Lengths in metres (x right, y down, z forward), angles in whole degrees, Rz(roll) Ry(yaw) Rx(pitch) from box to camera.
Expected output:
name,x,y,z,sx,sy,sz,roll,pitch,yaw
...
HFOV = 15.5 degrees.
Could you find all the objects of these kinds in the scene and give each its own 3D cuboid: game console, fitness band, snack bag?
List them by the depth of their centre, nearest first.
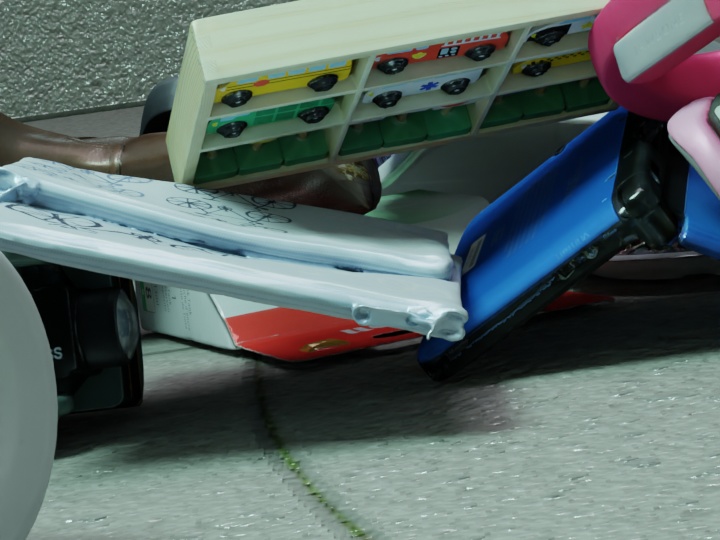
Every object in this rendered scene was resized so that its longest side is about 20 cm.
name,x,y,z,sx,sy,sz,roll,pitch,yaw
snack bag,-0.052,-0.013,1.004,0.188,0.021,0.200,11,7,0
fitness band,0.178,-0.110,1.025,0.144,0.037,0.200,-3,-21,-43
game console,0.131,0.001,1.102,0.171,0.118,0.200,-38,7,17

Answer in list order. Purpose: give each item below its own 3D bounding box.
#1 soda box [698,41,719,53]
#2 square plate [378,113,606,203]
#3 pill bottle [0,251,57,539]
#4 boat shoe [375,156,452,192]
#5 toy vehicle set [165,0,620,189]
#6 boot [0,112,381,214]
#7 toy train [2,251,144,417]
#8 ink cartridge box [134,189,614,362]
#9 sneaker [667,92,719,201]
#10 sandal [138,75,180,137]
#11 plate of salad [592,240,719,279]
name,x,y,z,sx,sy,sz,roll,pitch,yaw
soda box,0.152,-0.094,1.426,0.068,0.064,0.200,-14,-19,37
square plate,0.110,-0.062,1.340,0.200,0.028,0.198,-1,-12,-15
pill bottle,-0.205,0.045,0.817,0.200,0.120,0.120,-3,9,33
boat shoe,0.068,-0.058,1.503,0.200,0.071,0.091,0,-18,-38
toy vehicle set,0.024,-0.082,1.081,0.200,0.027,0.124,-12,-17,-12
boot,-0.102,-0.052,1.186,0.200,0.064,0.186,-1,-10,25
toy train,-0.178,0.035,1.045,0.200,0.085,0.114,-8,-5,10
ink cartridge box,0.000,0.000,1.226,0.161,0.050,0.200,-11,6,-22
sneaker,0.213,-0.062,1.041,0.200,0.095,0.079,2,39,-46
sandal,-0.087,-0.033,1.319,0.076,0.043,0.200,2,-24,-2
plate of salad,0.177,-0.031,1.272,0.200,0.048,0.200,-8,8,1
